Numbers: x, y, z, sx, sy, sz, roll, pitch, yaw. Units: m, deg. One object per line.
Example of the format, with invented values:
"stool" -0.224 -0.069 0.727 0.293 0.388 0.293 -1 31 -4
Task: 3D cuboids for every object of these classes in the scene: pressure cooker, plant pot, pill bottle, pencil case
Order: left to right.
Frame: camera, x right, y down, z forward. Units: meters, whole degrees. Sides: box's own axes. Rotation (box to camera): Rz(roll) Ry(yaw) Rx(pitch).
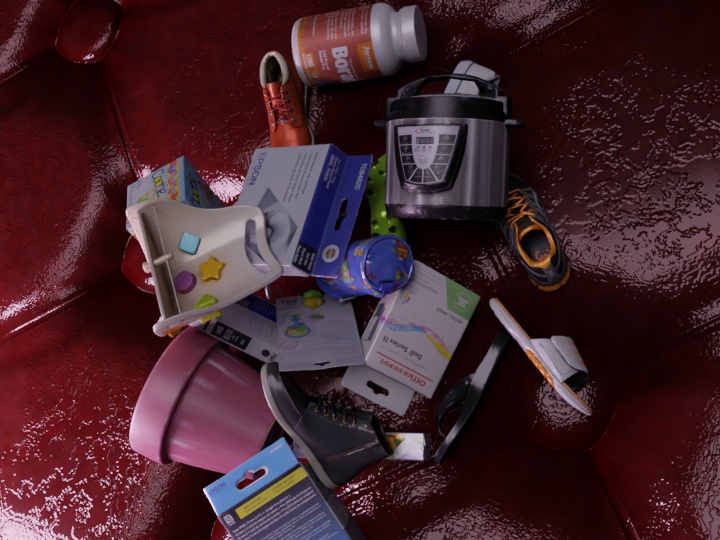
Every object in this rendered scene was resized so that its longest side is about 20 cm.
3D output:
"plant pot" -0.204 0.205 1.231 0.178 0.200 0.201 24 83 8
"pill bottle" 0.000 -0.359 1.349 0.199 0.112 0.113 -5 73 19
"pencil case" 0.000 0.000 1.201 0.078 0.200 0.088 -2 87 -24
"pressure cooker" 0.117 -0.168 1.167 0.175 0.178 0.202 1 94 -24

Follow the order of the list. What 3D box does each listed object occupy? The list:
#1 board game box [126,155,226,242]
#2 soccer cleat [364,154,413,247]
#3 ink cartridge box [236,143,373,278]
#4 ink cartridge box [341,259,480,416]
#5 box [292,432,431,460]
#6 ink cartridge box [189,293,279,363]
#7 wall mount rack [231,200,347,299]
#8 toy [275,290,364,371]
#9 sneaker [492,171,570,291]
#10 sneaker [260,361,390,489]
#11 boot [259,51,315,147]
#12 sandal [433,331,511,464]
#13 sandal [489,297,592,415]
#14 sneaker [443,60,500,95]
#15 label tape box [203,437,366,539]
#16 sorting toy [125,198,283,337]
"board game box" -0.253 -0.054 1.292 0.103 0.200 0.105 -26 43 11
"soccer cleat" 0.047 -0.093 1.286 0.067 0.081 0.201 -16 49 21
"ink cartridge box" -0.096 -0.088 1.219 0.199 0.041 0.201 2 65 33
"ink cartridge box" 0.069 0.098 1.191 0.117 0.067 0.201 28 85 -15
"box" 0.001 0.250 1.215 0.199 0.041 0.039 -3 77 20
"ink cartridge box" -0.159 0.079 1.256 0.199 0.100 0.039 27 120 -9
"wall mount rack" -0.098 -0.058 1.311 0.198 0.075 0.175 -10 67 2
"toy" -0.061 0.097 1.222 0.114 0.048 0.200 -5 31 -5
"sneaker" 0.232 -0.068 1.205 0.078 0.077 0.201 -33 65 9
"sneaker" -0.046 0.191 1.162 0.106 0.075 0.201 -31 101 14
"boot" -0.125 -0.251 1.368 0.075 0.107 0.201 -10 73 15
"sandal" 0.144 0.171 1.172 0.048 0.075 0.201 26 76 18
"sandal" 0.253 0.101 1.147 0.059 0.079 0.207 -40 64 8
"sneaker" 0.149 -0.224 1.279 0.070 0.073 0.201 18 82 26
"label tape box" -0.101 0.344 1.177 0.143 0.066 0.201 -34 87 8
"sorting toy" -0.203 -0.011 1.159 0.179 0.107 0.201 -20 59 -3
